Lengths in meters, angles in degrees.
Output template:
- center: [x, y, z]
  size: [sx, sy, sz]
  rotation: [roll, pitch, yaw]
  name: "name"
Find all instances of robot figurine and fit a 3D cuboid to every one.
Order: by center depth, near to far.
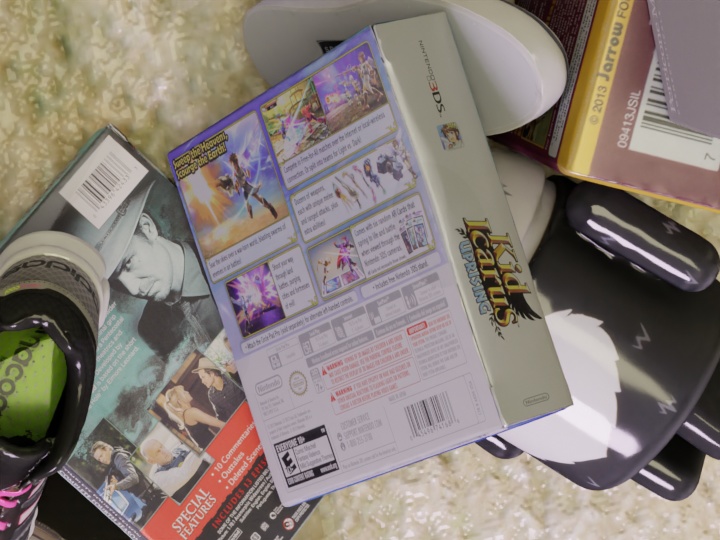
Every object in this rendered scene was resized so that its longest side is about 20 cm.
- center: [0.096, 0.028, 1.288]
  size: [0.200, 0.125, 0.150]
  rotation: [33, 95, -11]
  name: "robot figurine"

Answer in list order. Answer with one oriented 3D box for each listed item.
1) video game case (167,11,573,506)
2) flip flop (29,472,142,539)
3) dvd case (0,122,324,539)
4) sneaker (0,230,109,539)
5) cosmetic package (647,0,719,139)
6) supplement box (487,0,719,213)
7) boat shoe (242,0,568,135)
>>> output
- center: [0.000, 0.000, 1.216]
  size: [0.045, 0.200, 0.181]
  rotation: [-16, 85, -33]
  name: "video game case"
- center: [-0.165, 0.111, 1.299]
  size: [0.200, 0.058, 0.081]
  rotation: [11, 60, -13]
  name: "flip flop"
- center: [-0.094, 0.048, 1.289]
  size: [0.200, 0.022, 0.146]
  rotation: [43, 66, -12]
  name: "dvd case"
- center: [-0.169, 0.082, 1.202]
  size: [0.074, 0.087, 0.200]
  rotation: [23, 103, -7]
  name: "sneaker"
- center: [0.172, -0.105, 1.039]
  size: [0.090, 0.200, 0.107]
  rotation: [-12, 97, -9]
  name: "cosmetic package"
- center: [0.135, -0.104, 1.235]
  size: [0.103, 0.200, 0.131]
  rotation: [13, 97, -11]
  name: "supplement box"
- center: [0.032, -0.109, 1.229]
  size: [0.070, 0.200, 0.071]
  rotation: [-35, 115, -31]
  name: "boat shoe"
